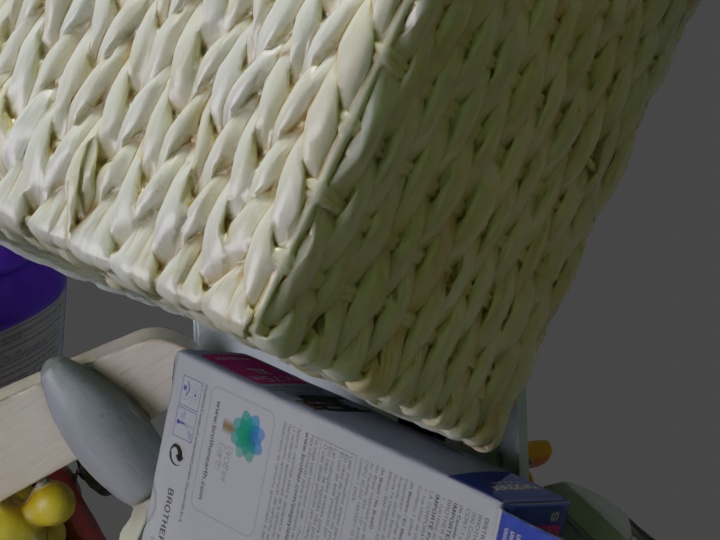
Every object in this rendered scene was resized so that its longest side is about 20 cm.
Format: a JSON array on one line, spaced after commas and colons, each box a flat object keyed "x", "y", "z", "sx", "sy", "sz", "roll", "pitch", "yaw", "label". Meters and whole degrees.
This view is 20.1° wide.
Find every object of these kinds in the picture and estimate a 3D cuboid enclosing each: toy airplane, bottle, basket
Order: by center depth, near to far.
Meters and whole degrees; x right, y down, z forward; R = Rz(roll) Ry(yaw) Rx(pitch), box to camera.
[{"x": -0.013, "y": -0.072, "z": 0.636, "sx": 0.160, "sy": 0.198, "sz": 0.201, "roll": 23, "pitch": 86, "yaw": 28, "label": "basket"}, {"x": -0.175, "y": 0.100, "z": 0.871, "sx": 0.142, "sy": 0.198, "sz": 0.201, "roll": -105, "pitch": 27, "yaw": -44, "label": "toy airplane"}, {"x": -0.176, "y": 0.007, "z": 0.933, "sx": 0.065, "sy": 0.083, "sz": 0.200, "roll": 50, "pitch": 150, "yaw": 27, "label": "bottle"}]

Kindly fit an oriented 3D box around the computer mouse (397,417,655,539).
[{"x": 0.072, "y": 0.111, "z": 0.681, "sx": 0.200, "sy": 0.044, "sz": 0.110, "roll": 34, "pitch": 115, "yaw": 33, "label": "computer mouse"}]

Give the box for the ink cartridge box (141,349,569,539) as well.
[{"x": -0.001, "y": 0.112, "z": 0.695, "sx": 0.200, "sy": 0.042, "sz": 0.120, "roll": 21, "pitch": 103, "yaw": 46, "label": "ink cartridge box"}]

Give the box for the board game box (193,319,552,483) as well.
[{"x": 0.000, "y": 0.000, "z": 0.804, "sx": 0.199, "sy": 0.026, "sz": 0.201, "roll": -1, "pitch": 91, "yaw": 51, "label": "board game box"}]
